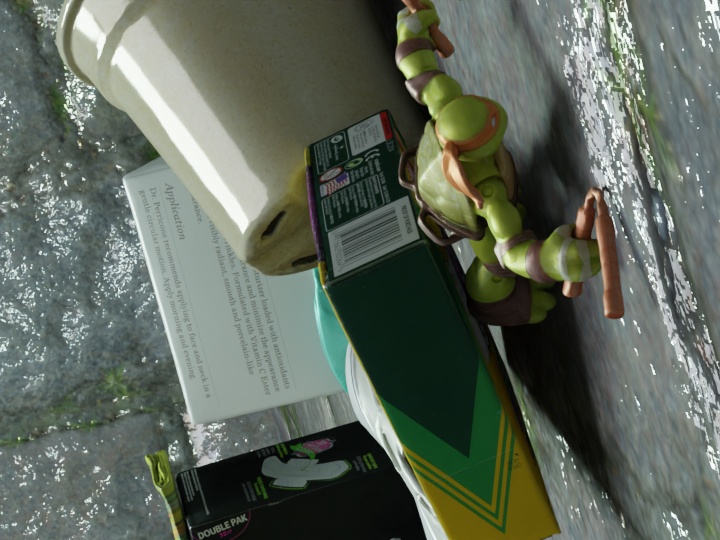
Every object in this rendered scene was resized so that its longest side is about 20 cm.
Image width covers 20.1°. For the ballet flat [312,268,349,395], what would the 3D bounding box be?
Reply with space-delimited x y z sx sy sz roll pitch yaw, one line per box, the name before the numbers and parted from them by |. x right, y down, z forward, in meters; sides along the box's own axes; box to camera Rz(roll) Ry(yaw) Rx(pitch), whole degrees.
ballet flat | 0.000 0.000 1.447 0.070 0.067 0.200 -4 104 44

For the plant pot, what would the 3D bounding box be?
plant pot | -0.052 -0.106 1.216 0.184 0.200 0.201 59 168 21

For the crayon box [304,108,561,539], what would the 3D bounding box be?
crayon box | 0.034 0.030 1.055 0.200 0.058 0.173 -100 -15 -67

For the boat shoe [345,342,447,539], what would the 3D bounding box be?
boat shoe | 0.045 0.108 1.323 0.066 0.072 0.200 94 158 -59

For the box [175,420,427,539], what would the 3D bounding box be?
box | -0.025 0.213 1.573 0.124 0.200 0.149 -124 19 -73

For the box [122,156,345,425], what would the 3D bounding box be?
box | -0.077 -0.008 1.574 0.200 0.130 0.199 -50 -54 -77

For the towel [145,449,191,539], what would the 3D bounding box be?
towel | -0.130 0.243 1.568 0.086 0.018 0.200 -124 19 -75

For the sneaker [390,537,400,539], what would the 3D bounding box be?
sneaker | 0.004 0.242 1.481 0.076 0.200 0.092 -36 -60 -85

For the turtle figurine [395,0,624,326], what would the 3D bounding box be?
turtle figurine | 0.056 -0.031 0.909 0.200 0.064 0.161 57 174 25
